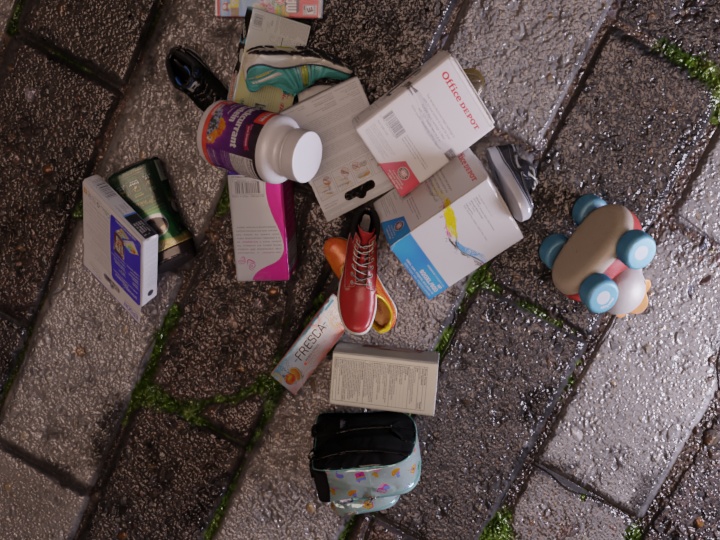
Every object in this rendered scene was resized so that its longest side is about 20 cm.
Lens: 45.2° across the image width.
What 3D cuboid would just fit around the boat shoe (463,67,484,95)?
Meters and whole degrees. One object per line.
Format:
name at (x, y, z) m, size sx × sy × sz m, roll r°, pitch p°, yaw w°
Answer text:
boat shoe at (0.125, -0.290, 1.516) m, size 0.198 × 0.065 × 0.074 m, roll -33°, pitch 112°, yaw 3°

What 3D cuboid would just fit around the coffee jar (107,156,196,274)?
coffee jar at (-0.381, -0.099, 1.598) m, size 0.102 × 0.085 × 0.204 m, roll -22°, pitch 96°, yaw -1°

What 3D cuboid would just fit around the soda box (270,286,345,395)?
soda box at (-0.082, 0.130, 1.611) m, size 0.063 × 0.068 × 0.201 m, roll 38°, pitch 101°, yaw -1°

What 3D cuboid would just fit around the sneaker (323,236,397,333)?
sneaker at (0.003, 0.022, 1.579) m, size 0.073 × 0.077 × 0.201 m, roll -38°, pitch 92°, yaw 13°

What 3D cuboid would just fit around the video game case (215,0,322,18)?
video game case at (-0.163, -0.524, 1.536) m, size 0.195 × 0.017 × 0.147 m, roll 3°, pitch 100°, yaw 7°

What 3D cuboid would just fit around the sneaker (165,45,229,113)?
sneaker at (-0.277, -0.309, 1.538) m, size 0.073 × 0.112 × 0.200 m, roll -42°, pitch 93°, yaw 12°

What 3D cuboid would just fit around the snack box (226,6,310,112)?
snack box at (-0.167, -0.348, 1.528) m, size 0.114 × 0.037 × 0.205 m, roll 9°, pitch 102°, yaw -31°

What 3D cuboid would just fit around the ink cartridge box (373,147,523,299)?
ink cartridge box at (0.150, -0.088, 1.485) m, size 0.198 × 0.148 × 0.145 m, roll -33°, pitch 124°, yaw 11°

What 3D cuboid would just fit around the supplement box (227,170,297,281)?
supplement box at (-0.174, -0.092, 1.556) m, size 0.098 × 0.104 × 0.205 m, roll 0°, pitch 106°, yaw 6°

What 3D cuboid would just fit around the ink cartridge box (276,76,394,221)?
ink cartridge box at (-0.039, -0.211, 1.506) m, size 0.160 × 0.057 × 0.204 m, roll -27°, pitch 103°, yaw -15°

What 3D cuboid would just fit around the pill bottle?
pill bottle at (-0.165, -0.208, 1.426) m, size 0.197 × 0.111 × 0.114 m, roll 18°, pitch 103°, yaw 29°

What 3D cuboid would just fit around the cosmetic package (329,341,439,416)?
cosmetic package at (0.046, 0.198, 1.598) m, size 0.195 × 0.087 × 0.106 m, roll 7°, pitch 99°, yaw 7°

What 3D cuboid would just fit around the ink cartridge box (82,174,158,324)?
ink cartridge box at (-0.442, -0.038, 1.582) m, size 0.197 × 0.043 × 0.203 m, roll 40°, pitch 135°, yaw 26°

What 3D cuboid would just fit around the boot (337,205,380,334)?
boot at (0.000, 0.000, 1.483) m, size 0.070 × 0.145 × 0.205 m, roll 4°, pitch 73°, yaw -3°

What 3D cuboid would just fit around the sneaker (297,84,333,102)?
sneaker at (-0.053, -0.232, 1.550) m, size 0.086 × 0.075 × 0.205 m, roll -12°, pitch 97°, yaw -3°

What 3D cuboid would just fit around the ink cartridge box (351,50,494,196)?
ink cartridge box at (0.104, -0.248, 1.447) m, size 0.198 × 0.085 × 0.147 m, roll -35°, pitch 110°, yaw 6°

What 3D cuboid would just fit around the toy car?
toy car at (0.446, 0.001, 1.500) m, size 0.198 × 0.185 × 0.178 m, roll 33°, pitch 103°, yaw -30°

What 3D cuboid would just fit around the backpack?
backpack at (0.017, 0.347, 1.585) m, size 0.195 × 0.177 × 0.156 m, roll -13°, pitch 115°, yaw 8°

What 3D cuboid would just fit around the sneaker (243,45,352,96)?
sneaker at (-0.110, -0.345, 1.505) m, size 0.195 × 0.078 × 0.081 m, roll -3°, pitch 120°, yaw -20°

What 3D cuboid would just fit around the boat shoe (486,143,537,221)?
boat shoe at (0.268, -0.156, 1.464) m, size 0.066 × 0.202 × 0.073 m, roll -17°, pitch 123°, yaw 4°
